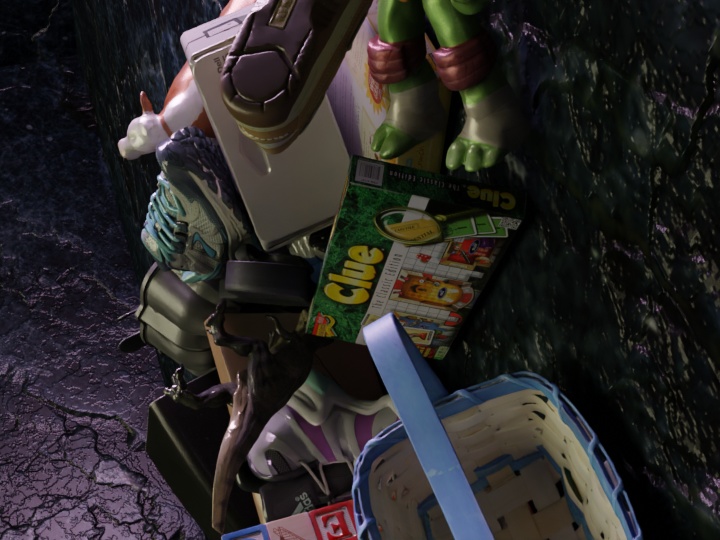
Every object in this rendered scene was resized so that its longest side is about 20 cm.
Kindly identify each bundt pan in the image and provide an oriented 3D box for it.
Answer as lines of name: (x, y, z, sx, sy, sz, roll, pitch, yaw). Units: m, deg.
bundt pan: (-0.108, 0.018, 1.012, 0.076, 0.201, 0.203, 38, 145, 26)

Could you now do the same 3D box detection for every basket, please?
basket: (0.066, 0.128, 0.547, 0.200, 0.138, 0.178, 47, -163, -57)

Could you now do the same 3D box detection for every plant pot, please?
plant pot: (-0.077, 0.184, 1.039, 0.179, 0.198, 0.200, 59, 159, 12)

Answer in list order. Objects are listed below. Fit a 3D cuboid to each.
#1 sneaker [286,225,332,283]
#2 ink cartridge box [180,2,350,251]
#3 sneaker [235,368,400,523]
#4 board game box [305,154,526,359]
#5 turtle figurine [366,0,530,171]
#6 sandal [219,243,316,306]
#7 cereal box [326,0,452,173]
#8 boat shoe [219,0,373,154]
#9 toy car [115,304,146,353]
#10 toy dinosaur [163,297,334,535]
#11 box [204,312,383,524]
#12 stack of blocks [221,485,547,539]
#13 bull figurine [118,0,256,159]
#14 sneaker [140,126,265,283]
sneaker: (0.000, 0.000, 0.851, 0.090, 0.078, 0.200, 65, 169, -8)
ink cartridge box: (-0.072, -0.118, 0.823, 0.200, 0.083, 0.147, -123, 12, -70)
sneaker: (-0.017, 0.151, 0.770, 0.198, 0.140, 0.078, 7, 134, 39)
board game box: (0.027, 0.000, 0.686, 0.201, 0.103, 0.024, 108, 174, -60)
turtle figurine: (0.005, -0.137, 0.545, 0.201, 0.142, 0.196, -70, -34, -53)
sandal: (-0.064, 0.001, 0.792, 0.200, 0.075, 0.044, 157, 118, -80)
cereal box: (0.005, -0.140, 0.763, 0.145, 0.039, 0.202, 95, 157, -50)
boat shoe: (-0.024, -0.165, 0.667, 0.071, 0.202, 0.076, 25, 166, 18)
toy car: (-0.177, 0.054, 1.223, 0.165, 0.197, 0.160, 108, 145, -60)
toy dinosaur: (-0.084, 0.078, 0.767, 0.088, 0.201, 0.048, 33, 141, -4)
box: (-0.036, 0.129, 0.900, 0.021, 0.162, 0.202, -38, 62, 39)
stack of blocks: (0.022, 0.203, 0.676, 0.059, 0.197, 0.116, 98, 155, -48)
bull figurine: (-0.132, -0.164, 0.960, 0.065, 0.201, 0.121, 39, 176, 1)
sneaker: (-0.129, -0.035, 0.831, 0.200, 0.085, 0.078, 73, 171, -68)
